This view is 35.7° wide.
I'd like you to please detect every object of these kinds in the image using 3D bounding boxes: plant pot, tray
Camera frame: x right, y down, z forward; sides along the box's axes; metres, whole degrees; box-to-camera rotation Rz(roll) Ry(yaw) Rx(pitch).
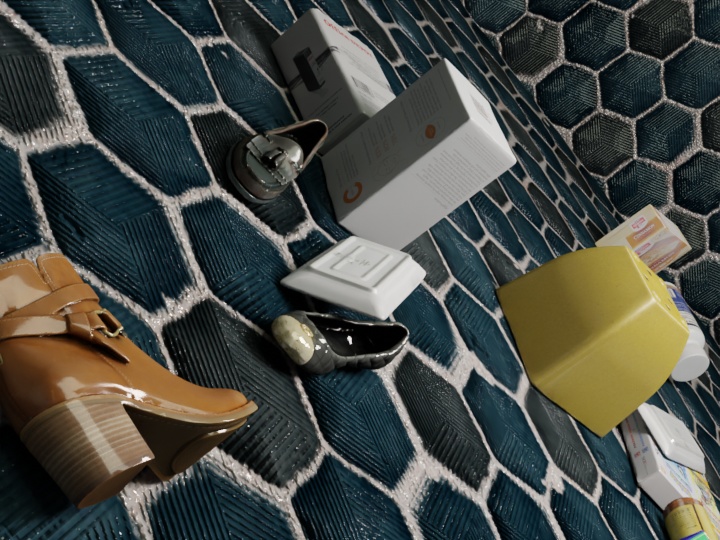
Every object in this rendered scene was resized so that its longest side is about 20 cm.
[{"bbox_3d":[0.349,0.080,1.611,0.194,0.200,0.196,37,25,-38],"label":"plant pot"},{"bbox_3d":[0.000,0.000,1.143,0.107,0.022,0.200,18,16,11],"label":"tray"},{"bbox_3d":[0.496,0.261,1.771,0.200,0.022,0.108,27,31,-53],"label":"tray"}]

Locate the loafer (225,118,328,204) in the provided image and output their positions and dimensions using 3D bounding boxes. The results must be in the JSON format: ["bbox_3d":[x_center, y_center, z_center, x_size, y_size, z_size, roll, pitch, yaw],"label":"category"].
[{"bbox_3d":[-0.085,-0.127,1.190,0.072,0.063,0.200,51,20,-6],"label":"loafer"}]

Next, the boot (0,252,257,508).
[{"bbox_3d":[-0.161,0.062,0.721,0.155,0.077,0.200,54,27,13],"label":"boot"}]

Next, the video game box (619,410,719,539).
[{"bbox_3d":[0.485,0.323,1.737,0.200,0.047,0.182,45,23,-21],"label":"video game box"}]

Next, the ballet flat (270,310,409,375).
[{"bbox_3d":[-0.020,0.059,1.034,0.067,0.057,0.200,59,21,18],"label":"ballet flat"}]

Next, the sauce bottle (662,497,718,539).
[{"bbox_3d":[0.475,0.407,1.549,0.066,0.066,0.200,42,24,-27],"label":"sauce bottle"}]

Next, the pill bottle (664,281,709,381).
[{"bbox_3d":[0.640,0.127,2.306,0.111,0.111,0.200,36,26,-39],"label":"pill bottle"}]

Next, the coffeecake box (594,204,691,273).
[{"bbox_3d":[0.653,-0.056,2.576,0.200,0.153,0.073,22,36,-54],"label":"coffeecake box"}]

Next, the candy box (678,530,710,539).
[{"bbox_3d":[0.244,0.316,1.030,0.200,0.169,0.077,8,51,-63],"label":"candy box"}]

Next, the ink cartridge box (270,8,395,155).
[{"bbox_3d":[-0.019,-0.228,1.474,0.144,0.084,0.200,25,35,-51],"label":"ink cartridge box"}]

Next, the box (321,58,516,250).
[{"bbox_3d":[0.065,-0.130,1.326,0.097,0.200,0.125,37,26,-38],"label":"box"}]
